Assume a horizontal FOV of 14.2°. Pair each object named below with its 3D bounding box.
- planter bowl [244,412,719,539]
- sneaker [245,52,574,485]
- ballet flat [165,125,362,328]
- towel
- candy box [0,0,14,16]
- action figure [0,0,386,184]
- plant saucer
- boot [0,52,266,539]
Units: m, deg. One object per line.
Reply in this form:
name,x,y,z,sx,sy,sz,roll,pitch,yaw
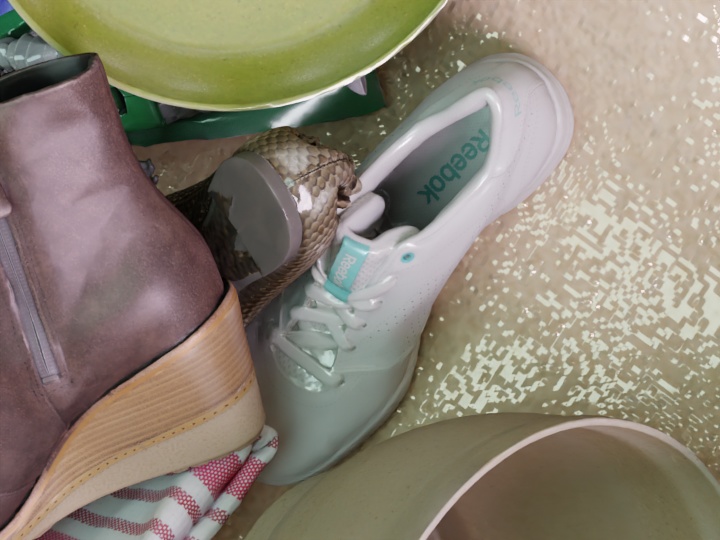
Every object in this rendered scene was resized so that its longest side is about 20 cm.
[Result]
planter bowl,0.031,0.143,1.052,0.134,0.200,0.201,11,94,49
sneaker,0.000,0.000,1.102,0.075,0.088,0.200,37,104,9
ballet flat,-0.047,-0.014,1.099,0.046,0.200,0.068,-31,88,-24
towel,-0.135,0.117,1.102,0.146,0.030,0.200,8,48,49
candy box,-0.178,-0.154,1.185,0.169,0.077,0.200,41,106,19
action figure,-0.100,-0.071,1.111,0.199,0.118,0.055,-15,40,9
plant saucer,-0.048,-0.159,1.036,0.199,0.031,0.201,-1,99,-7
boot,-0.148,0.021,1.063,0.199,0.072,0.167,-23,114,10
